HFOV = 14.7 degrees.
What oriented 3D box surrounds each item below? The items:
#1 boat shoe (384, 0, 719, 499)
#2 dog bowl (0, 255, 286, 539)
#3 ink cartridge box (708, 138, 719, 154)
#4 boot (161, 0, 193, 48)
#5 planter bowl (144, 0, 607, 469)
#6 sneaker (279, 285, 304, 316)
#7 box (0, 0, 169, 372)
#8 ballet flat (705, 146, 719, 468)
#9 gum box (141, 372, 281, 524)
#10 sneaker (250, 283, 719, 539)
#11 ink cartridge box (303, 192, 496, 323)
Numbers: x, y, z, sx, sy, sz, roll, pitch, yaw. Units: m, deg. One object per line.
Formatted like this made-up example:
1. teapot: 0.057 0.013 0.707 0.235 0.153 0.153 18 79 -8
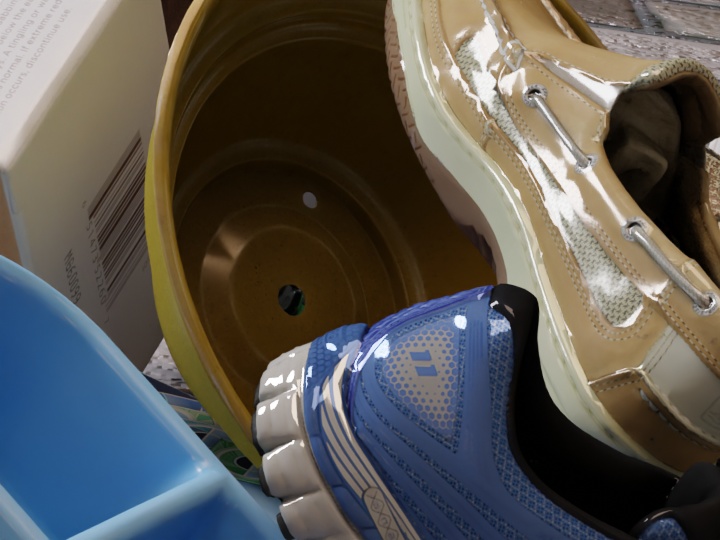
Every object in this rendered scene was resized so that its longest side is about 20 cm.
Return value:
1. boat shoe: 0.066 -0.029 0.744 0.072 0.076 0.200 20 35 -39
2. dog bowl: -0.063 0.072 0.650 0.200 0.050 0.111 48 22 10
3. ink cartridge box: 0.224 0.023 1.002 0.200 0.085 0.146 17 -6 26
4. boot: -0.097 -0.119 1.023 0.072 0.200 0.167 1 56 30
5. planter bowl: 0.000 0.000 0.831 0.200 0.201 0.083 -8 -11 -41
6. sneaker: 0.056 0.047 0.969 0.199 0.078 0.085 14 1 16
7. box: -0.168 -0.039 0.922 0.199 0.153 0.106 14 51 18
8. ballet flat: 0.131 0.041 0.816 0.068 0.200 0.075 -35 16 -21
9. gum box: -0.074 0.092 0.791 0.170 0.045 0.200 22 21 36
10. sneaker: 0.057 0.093 0.649 0.089 0.200 0.079 -29 8 14
11. ink cartridge box: 0.046 0.013 0.909 0.095 0.037 0.200 -30 61 -9
